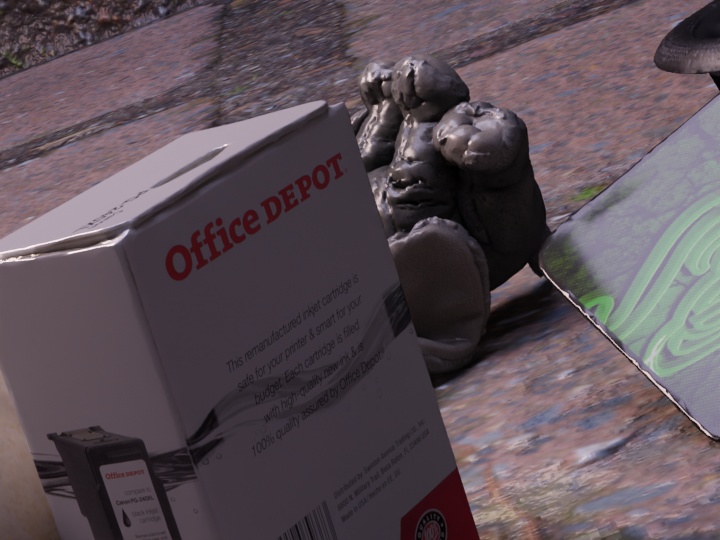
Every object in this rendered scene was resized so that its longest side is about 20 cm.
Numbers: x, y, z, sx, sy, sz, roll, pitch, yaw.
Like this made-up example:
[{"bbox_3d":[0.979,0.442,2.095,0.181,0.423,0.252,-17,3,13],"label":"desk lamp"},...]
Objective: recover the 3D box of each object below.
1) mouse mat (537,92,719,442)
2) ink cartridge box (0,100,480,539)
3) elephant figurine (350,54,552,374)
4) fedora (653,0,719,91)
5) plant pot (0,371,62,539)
[{"bbox_3d":[0.187,-0.030,1.132,0.200,0.008,0.161,-41,43,-2],"label":"mouse mat"},{"bbox_3d":[-0.045,0.055,0.978,0.083,0.201,0.145,-7,17,37],"label":"ink cartridge box"},{"bbox_3d":[0.000,0.000,1.348,0.200,0.155,0.142,-54,-11,-22],"label":"elephant figurine"},{"bbox_3d":[0.263,-0.116,1.471,0.199,0.092,0.201,-20,13,5],"label":"fedora"},{"bbox_3d":[-0.188,0.134,0.967,0.199,0.201,0.184,-16,25,19],"label":"plant pot"}]
